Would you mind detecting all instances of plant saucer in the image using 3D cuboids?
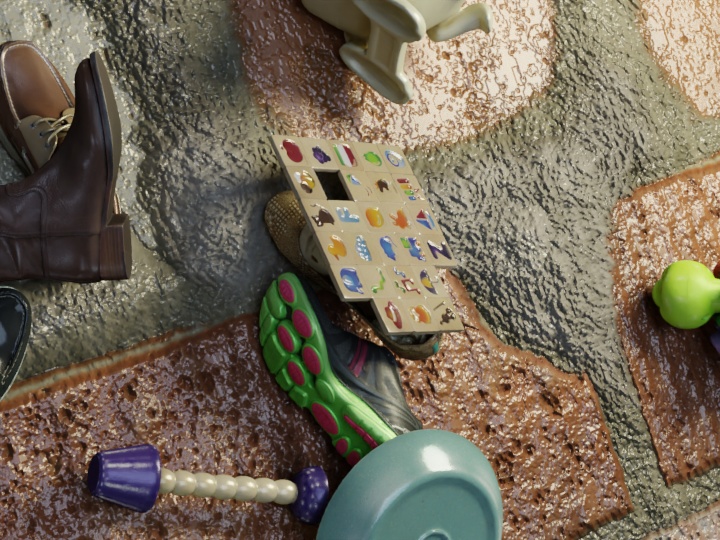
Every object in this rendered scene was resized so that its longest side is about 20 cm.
[{"bbox_3d":[0.052,0.237,1.363,0.200,0.036,0.200,-9,107,-32],"label":"plant saucer"}]

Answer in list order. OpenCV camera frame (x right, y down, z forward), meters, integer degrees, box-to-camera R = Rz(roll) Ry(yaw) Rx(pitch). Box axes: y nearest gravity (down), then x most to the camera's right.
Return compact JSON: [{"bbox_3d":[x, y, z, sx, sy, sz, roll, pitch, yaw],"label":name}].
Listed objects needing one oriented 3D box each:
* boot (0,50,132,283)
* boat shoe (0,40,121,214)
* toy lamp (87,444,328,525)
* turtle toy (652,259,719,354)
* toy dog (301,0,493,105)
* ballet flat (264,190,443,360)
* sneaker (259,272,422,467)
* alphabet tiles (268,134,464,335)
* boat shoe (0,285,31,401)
[{"bbox_3d":[-0.284,-0.071,1.224,0.200,0.064,0.187,-3,98,0],"label":"boot"},{"bbox_3d":[-0.242,-0.098,1.293,0.076,0.072,0.200,-25,93,-29],"label":"boat shoe"},{"bbox_3d":[-0.127,0.177,1.314,0.200,0.058,0.058,10,76,-28],"label":"toy lamp"},{"bbox_3d":[0.388,0.034,1.580,0.200,0.101,0.146,13,75,-24],"label":"turtle toy"},{"bbox_3d":[0.050,-0.281,1.460,0.194,0.140,0.200,34,63,22],"label":"toy dog"},{"bbox_3d":[0.000,0.000,1.388,0.200,0.065,0.071,40,82,-4],"label":"ballet flat"},{"bbox_3d":[-0.017,0.087,1.387,0.200,0.077,0.084,57,40,-7],"label":"sneaker"},{"bbox_3d":[0.017,-0.031,1.383,0.167,0.008,0.200,1,58,-47],"label":"alphabet tiles"},{"bbox_3d":[-0.314,0.092,1.224,0.075,0.066,0.199,44,64,-13],"label":"boat shoe"}]
